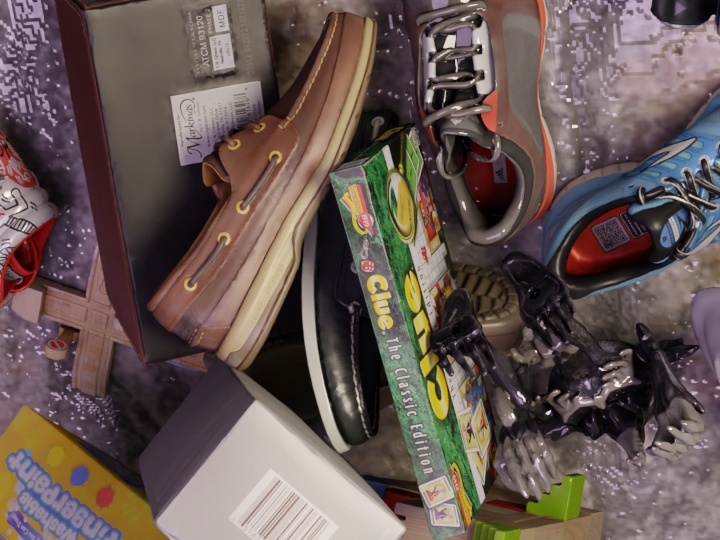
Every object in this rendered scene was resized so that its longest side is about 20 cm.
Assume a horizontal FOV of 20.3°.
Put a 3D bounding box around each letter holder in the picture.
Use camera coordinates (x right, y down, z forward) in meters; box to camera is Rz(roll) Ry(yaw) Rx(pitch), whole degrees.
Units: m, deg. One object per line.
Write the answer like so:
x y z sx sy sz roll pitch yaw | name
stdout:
-0.106 -0.069 1.150 0.100 0.142 0.201 -12 108 -14 | letter holder

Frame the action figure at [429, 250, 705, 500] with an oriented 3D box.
0.118 0.070 1.084 0.119 0.102 0.200 -27 145 21 | action figure

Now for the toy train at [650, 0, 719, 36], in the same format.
0.195 -0.213 0.993 0.114 0.087 0.201 7 116 8 | toy train

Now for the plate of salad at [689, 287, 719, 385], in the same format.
0.257 0.077 1.072 0.048 0.200 0.200 -43 98 -11 | plate of salad

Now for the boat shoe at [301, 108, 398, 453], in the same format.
0.000 0.000 1.107 0.060 0.076 0.201 -8 71 8 | boat shoe

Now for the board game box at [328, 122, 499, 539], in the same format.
0.033 0.030 1.064 0.023 0.105 0.201 -11 103 22 | board game box

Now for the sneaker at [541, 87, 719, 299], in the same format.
0.181 -0.036 1.073 0.200 0.090 0.078 -34 100 28 | sneaker

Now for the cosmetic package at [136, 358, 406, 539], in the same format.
-0.053 0.117 1.070 0.107 0.200 0.090 40 85 -7 | cosmetic package

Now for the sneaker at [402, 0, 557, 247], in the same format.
0.062 -0.105 1.083 0.077 0.082 0.201 -10 111 21 | sneaker

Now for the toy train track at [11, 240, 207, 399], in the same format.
-0.125 0.048 1.240 0.199 0.033 0.115 18 118 8 | toy train track

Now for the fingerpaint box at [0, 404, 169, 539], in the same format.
-0.112 0.178 1.176 0.200 0.167 0.073 32 84 38 | fingerpaint box

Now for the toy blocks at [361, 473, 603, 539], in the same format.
0.051 0.156 1.163 0.136 0.200 0.100 10 91 24 | toy blocks

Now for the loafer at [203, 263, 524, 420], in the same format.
0.008 0.048 1.178 0.199 0.076 0.068 -9 120 21 | loafer

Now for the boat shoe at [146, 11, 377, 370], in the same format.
-0.049 -0.051 1.053 0.067 0.072 0.201 24 80 -5 | boat shoe

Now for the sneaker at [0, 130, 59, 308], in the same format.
-0.270 -0.003 1.238 0.108 0.067 0.201 47 115 2 | sneaker
